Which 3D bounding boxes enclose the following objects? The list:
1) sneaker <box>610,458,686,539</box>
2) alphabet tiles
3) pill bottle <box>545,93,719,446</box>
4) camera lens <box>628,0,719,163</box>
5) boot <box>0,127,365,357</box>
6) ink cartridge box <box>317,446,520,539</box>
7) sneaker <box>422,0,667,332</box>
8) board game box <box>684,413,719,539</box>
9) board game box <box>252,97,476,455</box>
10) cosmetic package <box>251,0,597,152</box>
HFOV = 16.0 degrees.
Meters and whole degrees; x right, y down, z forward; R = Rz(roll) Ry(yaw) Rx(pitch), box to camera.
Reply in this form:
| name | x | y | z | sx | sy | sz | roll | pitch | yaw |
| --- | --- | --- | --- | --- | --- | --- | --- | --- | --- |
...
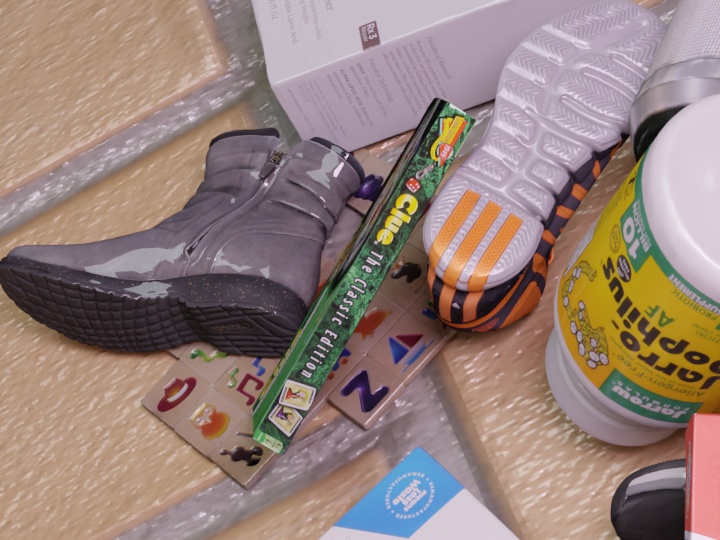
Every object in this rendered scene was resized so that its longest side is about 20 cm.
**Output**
| name | x | y | z | sx | sy | sz | roll | pitch | yaw |
| --- | --- | --- | --- | --- | --- | --- | --- | --- | --- |
| sneaker | 0.202 | 0.155 | 1.201 | 0.200 | 0.075 | 0.116 | 2 | 61 | 27 |
| alphabet tiles | -0.028 | 0.026 | 1.454 | 0.200 | 0.008 | 0.167 | -47 | 50 | -10 |
| pill bottle | 0.158 | 0.009 | 1.237 | 0.113 | 0.200 | 0.113 | 7 | 62 | -13 |
| camera lens | 0.239 | -0.111 | 1.314 | 0.160 | 0.160 | 0.200 | 11 | 63 | 32 |
| boot | -0.102 | -0.021 | 1.487 | 0.200 | 0.070 | 0.132 | 7 | 57 | 18 |
| ink cartridge box | 0.057 | 0.193 | 1.250 | 0.116 | 0.067 | 0.200 | -43 | 49 | -7 |
| sneaker | 0.093 | -0.052 | 1.374 | 0.078 | 0.112 | 0.200 | 35 | 70 | 13 |
| board game box | 0.243 | 0.145 | 1.137 | 0.200 | 0.040 | 0.153 | 2 | 72 | 3 |
| board game box | 0.000 | 0.000 | 1.358 | 0.200 | 0.023 | 0.105 | -60 | 7 | 4 |
| cosmetic package | 0.044 | -0.155 | 1.495 | 0.200 | 0.081 | 0.113 | -22 | 50 | 10 |
